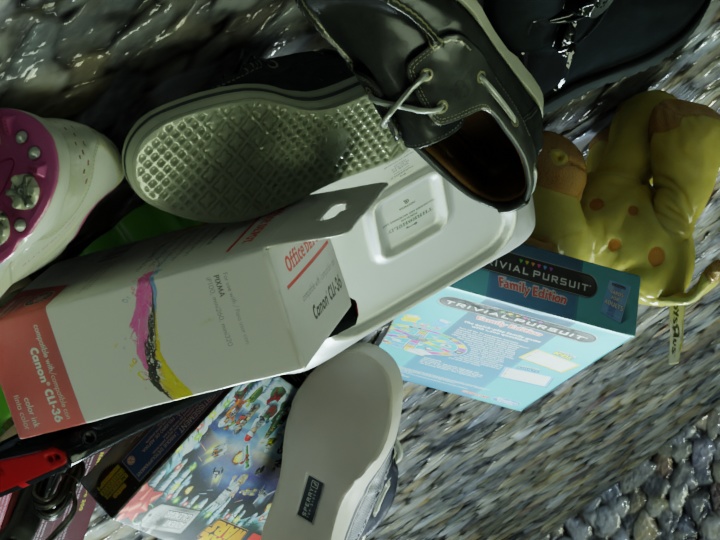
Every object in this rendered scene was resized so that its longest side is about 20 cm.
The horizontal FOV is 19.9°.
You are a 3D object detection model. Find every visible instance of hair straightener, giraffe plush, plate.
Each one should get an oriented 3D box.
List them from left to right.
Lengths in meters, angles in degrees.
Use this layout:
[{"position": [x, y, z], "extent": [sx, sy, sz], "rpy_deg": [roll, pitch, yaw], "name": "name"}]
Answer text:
[{"position": [-0.195, 0.119, 1.301], "extent": [0.077, 0.041, 0.200], "rpy_deg": [-38, -163, 28], "name": "hair straightener"}, {"position": [0.022, -0.041, 1.228], "extent": [0.199, 0.032, 0.201], "rpy_deg": [-29, 138, -15], "name": "plate"}, {"position": [0.157, -0.039, 1.487], "extent": [0.161, 0.202, 0.173], "rpy_deg": [8, 155, -19], "name": "giraffe plush"}]

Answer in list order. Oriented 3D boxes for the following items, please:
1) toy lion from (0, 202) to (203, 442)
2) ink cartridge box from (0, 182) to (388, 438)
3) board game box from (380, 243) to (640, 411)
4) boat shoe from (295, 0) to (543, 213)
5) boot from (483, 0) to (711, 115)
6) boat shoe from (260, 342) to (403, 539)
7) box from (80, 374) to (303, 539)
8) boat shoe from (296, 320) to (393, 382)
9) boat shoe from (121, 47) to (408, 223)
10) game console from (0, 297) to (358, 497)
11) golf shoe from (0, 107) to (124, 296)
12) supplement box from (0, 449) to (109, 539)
[{"position": [-0.147, 0.019, 1.236], "extent": [0.191, 0.069, 0.200], "rpy_deg": [-33, 168, -24], "name": "toy lion"}, {"position": [-0.079, 0.018, 1.058], "extent": [0.198, 0.068, 0.117], "rpy_deg": [-15, -167, 16], "name": "ink cartridge box"}, {"position": [0.085, 0.035, 1.437], "extent": [0.150, 0.047, 0.200], "rpy_deg": [15, 158, -14], "name": "board game box"}, {"position": [0.033, -0.098, 1.044], "extent": [0.071, 0.068, 0.200], "rpy_deg": [-12, 147, 33], "name": "boat shoe"}, {"position": [0.139, -0.171, 1.120], "extent": [0.199, 0.077, 0.168], "rpy_deg": [-33, 162, -24], "name": "boot"}, {"position": [-0.005, 0.117, 1.381], "extent": [0.093, 0.074, 0.201], "rpy_deg": [-35, 154, -52], "name": "boat shoe"}, {"position": [-0.086, 0.124, 1.379], "extent": [0.137, 0.040, 0.200], "rpy_deg": [-47, 152, 3], "name": "box"}, {"position": [0.000, 0.000, 1.323], "extent": [0.201, 0.072, 0.063], "rpy_deg": [-63, -178, 26], "name": "boat shoe"}, {"position": [-0.051, -0.075, 1.068], "extent": [0.199, 0.062, 0.075], "rpy_deg": [-19, 128, -44], "name": "boat shoe"}, {"position": [-0.115, 0.069, 1.155], "extent": [0.199, 0.031, 0.177], "rpy_deg": [-26, 179, -29], "name": "game console"}, {"position": [-0.193, -0.005, 1.026], "extent": [0.200, 0.076, 0.091], "rpy_deg": [-38, 167, 29], "name": "golf shoe"}, {"position": [-0.261, 0.157, 1.379], "extent": [0.199, 0.061, 0.110], "rpy_deg": [-11, 132, -51], "name": "supplement box"}]
